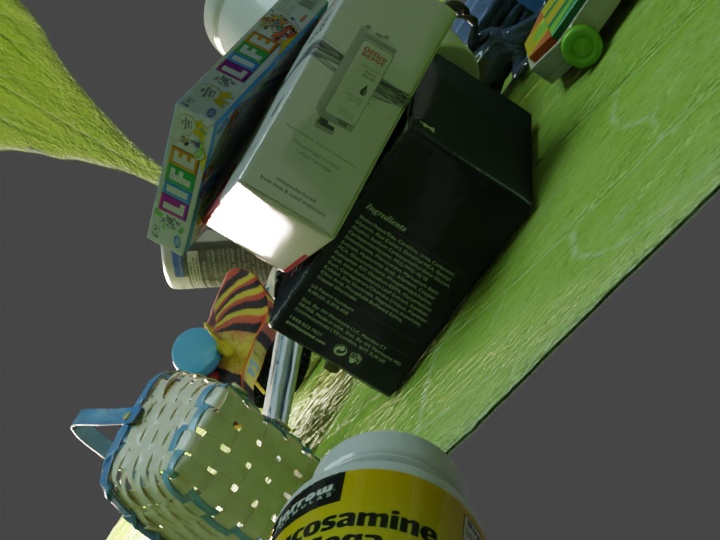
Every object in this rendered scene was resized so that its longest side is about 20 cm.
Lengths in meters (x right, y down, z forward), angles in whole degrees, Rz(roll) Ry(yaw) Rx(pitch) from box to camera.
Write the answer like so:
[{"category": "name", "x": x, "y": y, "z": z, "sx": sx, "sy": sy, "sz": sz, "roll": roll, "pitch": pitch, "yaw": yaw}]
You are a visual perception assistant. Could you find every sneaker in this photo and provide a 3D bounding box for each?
[{"category": "sneaker", "x": -0.074, "y": 0.049, "z": 1.676, "sx": 0.094, "sy": 0.070, "sz": 0.201, "roll": -76, "pitch": 6, "yaw": -64}]

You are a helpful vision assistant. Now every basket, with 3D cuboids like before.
[{"category": "basket", "x": -0.133, "y": 0.170, "z": 1.334, "sx": 0.199, "sy": 0.176, "sz": 0.140, "roll": -16, "pitch": 39, "yaw": 49}]

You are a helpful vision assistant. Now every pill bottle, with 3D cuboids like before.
[{"category": "pill bottle", "x": 0.005, "y": 0.161, "z": 0.754, "sx": 0.113, "sy": 0.112, "sz": 0.200, "roll": -54, "pitch": 10, "yaw": 23}, {"category": "pill bottle", "x": -0.120, "y": -0.040, "z": 1.826, "sx": 0.114, "sy": 0.199, "sz": 0.115, "roll": -3, "pitch": -90, "yaw": -88}]

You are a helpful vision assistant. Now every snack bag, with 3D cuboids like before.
[{"category": "snack bag", "x": -0.072, "y": 0.097, "z": 1.503, "sx": 0.200, "sy": 0.021, "sz": 0.190, "roll": 149, "pitch": 130, "yaw": -83}]

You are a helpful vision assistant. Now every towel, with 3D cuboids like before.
[{"category": "towel", "x": 0.143, "y": -0.273, "z": 1.706, "sx": 0.112, "sy": 0.048, "sz": 0.200, "roll": -56, "pitch": 8, "yaw": 16}]

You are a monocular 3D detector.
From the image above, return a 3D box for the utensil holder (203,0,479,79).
[{"category": "utensil holder", "x": -0.016, "y": -0.195, "z": 1.432, "sx": 0.169, "sy": 0.200, "sz": 0.170, "roll": -30, "pitch": -30, "yaw": -19}]

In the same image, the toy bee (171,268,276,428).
[{"category": "toy bee", "x": -0.122, "y": 0.105, "z": 1.508, "sx": 0.131, "sy": 0.108, "sz": 0.201, "roll": 10, "pitch": -76, "yaw": -64}]

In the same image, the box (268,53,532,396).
[{"category": "box", "x": 0.036, "y": -0.043, "z": 1.277, "sx": 0.200, "sy": 0.117, "sz": 0.197, "roll": -55, "pitch": 10, "yaw": 24}]

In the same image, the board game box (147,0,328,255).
[{"category": "board game box", "x": -0.095, "y": -0.120, "z": 1.269, "sx": 0.200, "sy": 0.034, "sz": 0.135, "roll": -54, "pitch": -13, "yaw": -47}]

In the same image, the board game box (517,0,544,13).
[{"category": "board game box", "x": 0.225, "y": -0.358, "z": 1.550, "sx": 0.200, "sy": 0.045, "sz": 0.152, "roll": -50, "pitch": 11, "yaw": 39}]

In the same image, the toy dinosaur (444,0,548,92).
[{"category": "toy dinosaur", "x": 0.115, "y": -0.206, "z": 1.532, "sx": 0.181, "sy": 0.105, "sz": 0.200, "roll": -40, "pitch": -9, "yaw": -15}]

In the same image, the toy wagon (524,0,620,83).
[{"category": "toy wagon", "x": 0.202, "y": -0.244, "z": 1.300, "sx": 0.200, "sy": 0.039, "sz": 0.155, "roll": -56, "pitch": 9, "yaw": 17}]

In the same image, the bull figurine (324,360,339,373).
[{"category": "bull figurine", "x": 0.000, "y": 0.000, "z": 1.503, "sx": 0.122, "sy": 0.065, "sz": 0.200, "roll": -77, "pitch": 15, "yaw": -47}]

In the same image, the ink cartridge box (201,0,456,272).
[{"category": "ink cartridge box", "x": -0.025, "y": -0.112, "z": 1.203, "sx": 0.201, "sy": 0.083, "sz": 0.146, "roll": -61, "pitch": 9, "yaw": -17}]
